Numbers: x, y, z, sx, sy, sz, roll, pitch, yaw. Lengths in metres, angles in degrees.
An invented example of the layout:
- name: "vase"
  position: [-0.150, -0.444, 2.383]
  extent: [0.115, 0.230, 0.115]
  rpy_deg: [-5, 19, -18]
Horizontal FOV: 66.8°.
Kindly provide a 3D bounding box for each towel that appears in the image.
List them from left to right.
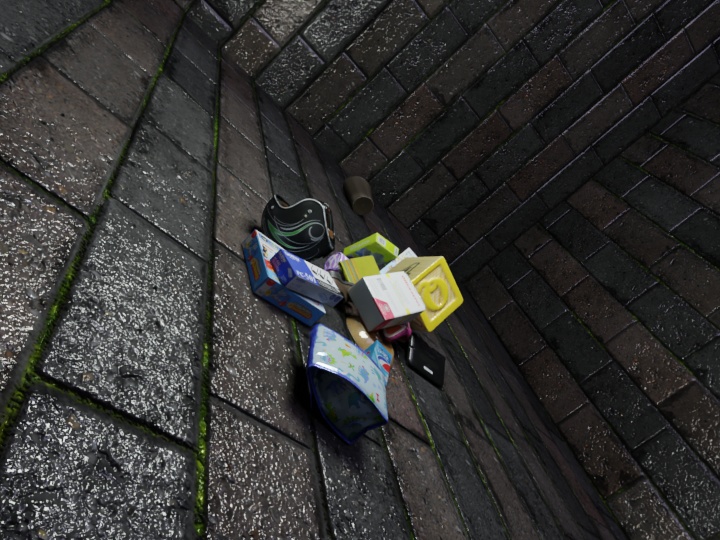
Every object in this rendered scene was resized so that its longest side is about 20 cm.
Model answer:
- name: "towel"
  position: [0.000, 0.000, 1.781]
  extent: [0.200, 0.018, 0.086]
  rpy_deg: [-13, 79, -57]

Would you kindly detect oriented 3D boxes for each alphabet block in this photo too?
- name: "alphabet block"
  position: [0.195, 0.078, 1.881]
  extent: [0.200, 0.196, 0.195]
  rpy_deg: [2, -54, 55]

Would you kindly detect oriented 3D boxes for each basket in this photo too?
- name: "basket"
  position: [-0.001, -0.393, 2.935]
  extent: [0.180, 0.136, 0.200]
  rpy_deg: [36, 22, -31]

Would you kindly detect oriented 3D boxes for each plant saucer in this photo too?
- name: "plant saucer"
  position: [0.039, 0.204, 1.623]
  extent: [0.200, 0.035, 0.200]
  rpy_deg: [45, 13, -14]

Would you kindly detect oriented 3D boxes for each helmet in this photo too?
- name: "helmet"
  position: [-0.176, -0.118, 1.510]
  extent: [0.200, 0.190, 0.200]
  rpy_deg: [-9, 90, -85]

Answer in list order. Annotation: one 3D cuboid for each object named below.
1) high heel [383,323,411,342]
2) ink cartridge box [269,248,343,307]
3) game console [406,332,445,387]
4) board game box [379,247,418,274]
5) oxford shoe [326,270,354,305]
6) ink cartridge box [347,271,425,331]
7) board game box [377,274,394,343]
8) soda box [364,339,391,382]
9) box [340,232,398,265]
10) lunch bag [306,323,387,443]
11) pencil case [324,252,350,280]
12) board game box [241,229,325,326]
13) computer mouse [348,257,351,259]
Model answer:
- name: "high heel"
  position: [0.118, 0.210, 1.704]
  extent: [0.200, 0.067, 0.096]
  rpy_deg: [-26, 119, -62]
- name: "ink cartridge box"
  position: [-0.129, 0.021, 1.340]
  extent: [0.200, 0.044, 0.094]
  rpy_deg: [29, 22, -55]
- name: "game console"
  position: [0.193, 0.296, 1.888]
  extent: [0.200, 0.116, 0.176]
  rpy_deg: [38, 47, -34]
- name: "board game box"
  position: [0.133, 0.021, 2.055]
  extent: [0.105, 0.103, 0.200]
  rpy_deg: [50, 54, 3]
- name: "oxford shoe"
  position: [-0.060, 0.072, 1.642]
  extent: [0.200, 0.073, 0.085]
  rpy_deg: [31, 45, -57]
- name: "ink cartridge box"
  position: [0.081, 0.091, 1.637]
  extent: [0.200, 0.083, 0.145]
  rpy_deg: [-7, 62, -47]
- name: "board game box"
  position: [0.077, 0.125, 1.780]
  extent: [0.200, 0.032, 0.120]
  rpy_deg: [67, 20, -14]
- name: "soda box"
  position: [0.030, 0.252, 1.393]
  extent: [0.064, 0.068, 0.200]
  rpy_deg: [47, 14, -5]
- name: "box"
  position: [0.029, -0.063, 2.048]
  extent: [0.122, 0.200, 0.048]
  rpy_deg: [34, 50, -33]
- name: "lunch bag"
  position: [-0.042, 0.223, 1.128]
  extent: [0.200, 0.127, 0.170]
  rpy_deg: [54, 11, -19]
- name: "pencil case"
  position: [-0.030, 0.026, 1.811]
  extent: [0.200, 0.084, 0.086]
  rpy_deg: [41, 48, -26]
- name: "board game box"
  position: [-0.193, 0.019, 1.363]
  extent: [0.200, 0.056, 0.196]
  rpy_deg: [38, 18, -39]
- name: "computer mouse"
  position: [-0.033, -0.006, 1.953]
  extent: [0.110, 0.044, 0.200]
  rpy_deg: [53, 14, 12]
